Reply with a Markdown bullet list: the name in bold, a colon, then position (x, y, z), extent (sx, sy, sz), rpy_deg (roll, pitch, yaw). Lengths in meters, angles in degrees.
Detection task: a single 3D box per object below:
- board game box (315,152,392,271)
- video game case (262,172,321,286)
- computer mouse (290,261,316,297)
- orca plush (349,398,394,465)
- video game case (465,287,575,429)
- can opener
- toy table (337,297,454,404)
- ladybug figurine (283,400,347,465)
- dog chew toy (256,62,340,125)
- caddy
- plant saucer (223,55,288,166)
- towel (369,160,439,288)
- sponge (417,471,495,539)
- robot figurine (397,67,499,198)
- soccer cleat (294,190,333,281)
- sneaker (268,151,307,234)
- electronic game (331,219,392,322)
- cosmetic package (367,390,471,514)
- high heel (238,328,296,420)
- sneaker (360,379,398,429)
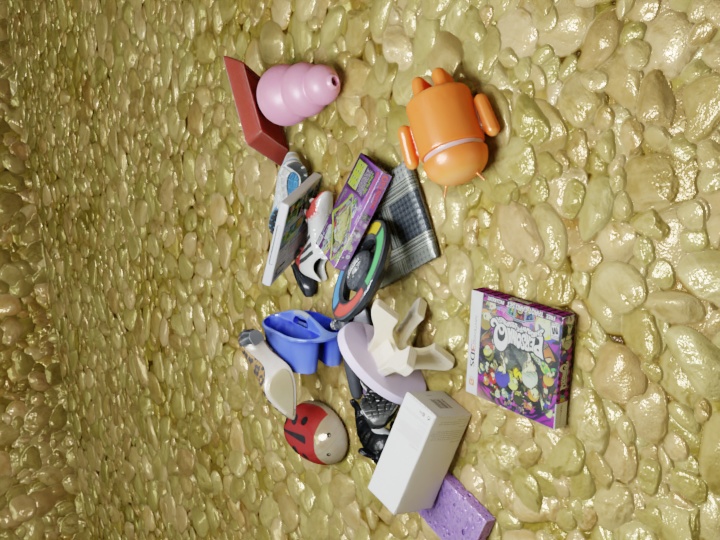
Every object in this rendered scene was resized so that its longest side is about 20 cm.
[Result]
- **board game box**: position (-0.015, -0.113, 1.621), extent (0.202, 0.032, 0.120), rpy_deg (-62, 26, 14)
- **video game case**: position (-0.139, -0.088, 1.751), extent (0.022, 0.200, 0.185), rpy_deg (21, 118, 9)
- **computer mouse**: position (-0.142, -0.018, 1.884), extent (0.201, 0.034, 0.059), rpy_deg (58, 165, 35)
- **orca plush**: position (0.025, 0.336, 1.687), extent (0.201, 0.070, 0.106), rpy_deg (55, 134, 32)
- **video game case**: position (0.255, 0.138, 1.385), extent (0.199, 0.035, 0.185), rpy_deg (19, 111, 49)
- **can opener**: position (-0.015, 0.161, 1.708), extent (0.077, 0.063, 0.204), rpy_deg (3, 103, 30)
- **toy table**: position (0.069, 0.142, 1.533), extent (0.117, 0.198, 0.186), rpy_deg (-42, 29, 35)
- **ladybug figurine**: position (-0.106, 0.356, 1.859), extent (0.198, 0.071, 0.139), rpy_deg (5, 100, 52)
- **dog chew toy**: position (-0.120, -0.365, 1.728), extent (0.198, 0.123, 0.127), rpy_deg (-4, 93, 45)
- **caddy**: position (-0.120, 0.136, 1.787), extent (0.199, 0.140, 0.107), rpy_deg (18, 113, 49)
- **plant saucer**: position (-0.215, -0.343, 1.827), extent (0.036, 0.199, 0.203), rpy_deg (-18, 78, 14)
- **towel**: position (0.061, -0.082, 1.612), extent (0.199, 0.034, 0.196), rpy_deg (-28, 76, 48)
- **sponge**: position (0.156, 0.431, 1.566), extent (0.200, 0.029, 0.113), rpy_deg (42, 126, 42)
- **robot figurine**: position (0.142, -0.227, 1.409), extent (0.117, 0.141, 0.203), rpy_deg (132, 123, -70)
- **soccer cleat**: position (-0.080, -0.069, 1.768), extent (0.085, 0.068, 0.203), rpy_deg (37, 125, 29)
- **sneaker**: position (-0.155, -0.166, 1.856), extent (0.087, 0.074, 0.202), rpy_deg (-102, 25, -53)
- **electronic game**: position (0.000, 0.000, 1.574), extent (0.201, 0.041, 0.202), rpy_deg (-53, 22, 32)
- **cosmetic package**: position (0.105, 0.324, 1.523), extent (0.085, 0.107, 0.203), rpy_deg (35, 109, 41)
- **high heel**: position (-0.189, 0.211, 1.757), extent (0.203, 0.071, 0.142), rpy_deg (65, 163, -3)
- **sneaker**: position (0.040, 0.267, 1.612), extent (0.200, 0.074, 0.089), rpy_deg (-90, -6, -76)
